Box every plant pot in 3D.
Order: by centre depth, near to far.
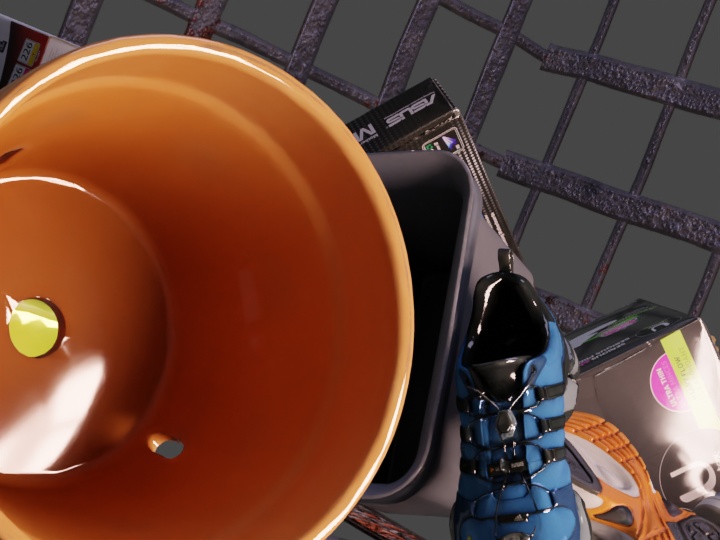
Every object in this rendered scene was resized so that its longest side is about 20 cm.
[{"bbox_3d":[-0.098,0.020,0.705,0.199,0.201,0.140,21,-14,-30],"label":"plant pot"}]

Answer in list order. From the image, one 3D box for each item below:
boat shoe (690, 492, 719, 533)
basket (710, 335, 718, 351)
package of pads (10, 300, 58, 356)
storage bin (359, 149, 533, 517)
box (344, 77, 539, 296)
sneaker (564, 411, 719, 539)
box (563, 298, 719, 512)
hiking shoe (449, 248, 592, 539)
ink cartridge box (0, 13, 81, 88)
[{"bbox_3d":[0.244,0.175,1.063,0.074,0.065,0.202,28,-17,44],"label":"boat shoe"},{"bbox_3d":[0.209,0.150,1.486,0.142,0.150,0.200,-11,-10,-16],"label":"basket"},{"bbox_3d":[-0.213,0.021,0.942,0.199,0.068,0.154,22,3,-30],"label":"package of pads"},{"bbox_3d":[0.019,0.051,1.072,0.145,0.201,0.134,-1,-23,32],"label":"storage bin"},{"bbox_3d":[0.000,0.000,1.170,0.048,0.193,0.200,57,-4,45],"label":"box"},{"bbox_3d":[0.150,0.169,1.003,0.075,0.092,0.200,-11,45,-32],"label":"sneaker"},{"bbox_3d":[0.189,0.114,1.281,0.200,0.124,0.149,-125,-170,-87],"label":"box"},{"bbox_3d":[0.073,0.088,0.951,0.074,0.201,0.087,-14,-48,15],"label":"hiking shoe"},{"bbox_3d":[-0.324,-0.119,1.605,0.175,0.201,0.084,24,3,42],"label":"ink cartridge box"}]
